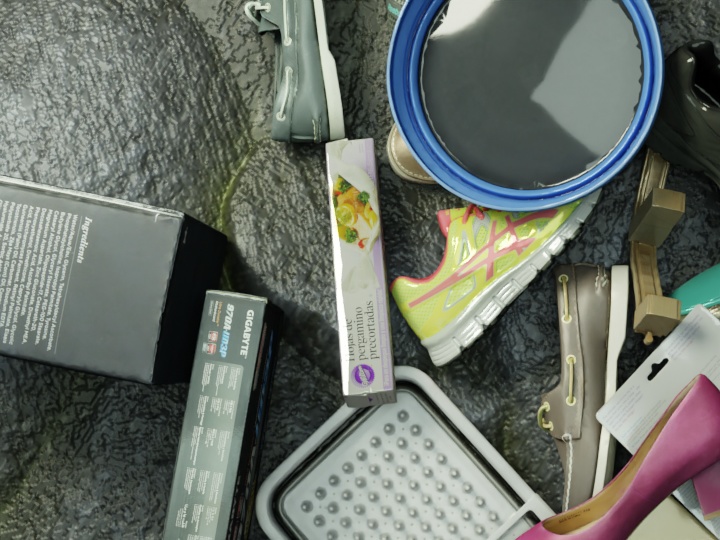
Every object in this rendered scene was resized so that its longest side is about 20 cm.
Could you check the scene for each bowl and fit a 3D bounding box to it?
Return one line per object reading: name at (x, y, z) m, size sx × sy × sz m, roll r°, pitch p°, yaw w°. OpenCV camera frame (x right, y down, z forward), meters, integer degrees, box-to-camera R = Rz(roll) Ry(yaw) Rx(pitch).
bowl at (0.118, -0.143, 1.140) m, size 0.199 × 0.039 × 0.203 m, roll 1°, pitch 92°, yaw 16°

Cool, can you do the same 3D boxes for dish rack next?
dish rack at (0.039, 0.191, 1.192) m, size 0.172 × 0.044 × 0.200 m, roll -43°, pitch 84°, yaw 0°

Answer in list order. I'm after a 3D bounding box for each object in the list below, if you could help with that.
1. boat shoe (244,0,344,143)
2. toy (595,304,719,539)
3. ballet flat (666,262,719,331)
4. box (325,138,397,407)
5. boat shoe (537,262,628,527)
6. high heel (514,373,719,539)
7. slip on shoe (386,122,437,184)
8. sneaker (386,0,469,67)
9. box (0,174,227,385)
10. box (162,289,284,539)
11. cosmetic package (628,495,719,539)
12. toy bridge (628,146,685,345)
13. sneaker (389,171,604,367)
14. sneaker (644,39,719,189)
boat shoe at (-0.057, -0.195, 1.216) m, size 0.061 × 0.073 × 0.202 m, roll -11°, pitch 90°, yaw -1°
toy at (0.276, 0.137, 1.150) m, size 0.200 × 0.047 × 0.115 m, roll 44°, pitch 81°, yaw 7°
ballet flat at (0.319, 0.007, 1.183) m, size 0.199 × 0.067 × 0.063 m, roll -31°, pitch 109°, yaw 2°
box at (0.000, 0.000, 1.190) m, size 0.038 × 0.041 × 0.202 m, roll -6°, pitch 72°, yaw 4°
boat shoe at (0.163, 0.093, 1.180) m, size 0.059 × 0.072 × 0.202 m, roll 5°, pitch 82°, yaw 10°
high heel at (0.168, 0.148, 1.096) m, size 0.199 × 0.067 × 0.097 m, roll -22°, pitch 102°, yaw 11°
slip on shoe at (0.115, -0.120, 1.204) m, size 0.198 × 0.061 × 0.077 m, roll -14°, pitch 85°, yaw 2°
sneaker at (0.109, -0.215, 1.209) m, size 0.198 × 0.078 × 0.092 m, roll -16°, pitch 80°, yaw 0°
box at (-0.213, 0.005, 1.144) m, size 0.195 × 0.200 × 0.125 m, roll 10°, pitch 87°, yaw 5°
box at (-0.098, 0.119, 1.148) m, size 0.046 × 0.159 × 0.202 m, roll 9°, pitch 85°, yaw 3°
cosmetic package at (0.256, 0.259, 1.158) m, size 0.200 × 0.071 × 0.105 m, roll 41°, pitch 88°, yaw 6°
toy bridge at (0.220, -0.038, 1.182) m, size 0.027 × 0.067 × 0.201 m, roll 11°, pitch 65°, yaw -4°
sneaker at (0.102, -0.025, 1.188) m, size 0.200 × 0.078 × 0.090 m, roll -45°, pitch 84°, yaw -1°
sneaker at (0.286, -0.085, 1.126) m, size 0.199 × 0.091 × 0.076 m, roll 36°, pitch 57°, yaw 6°
